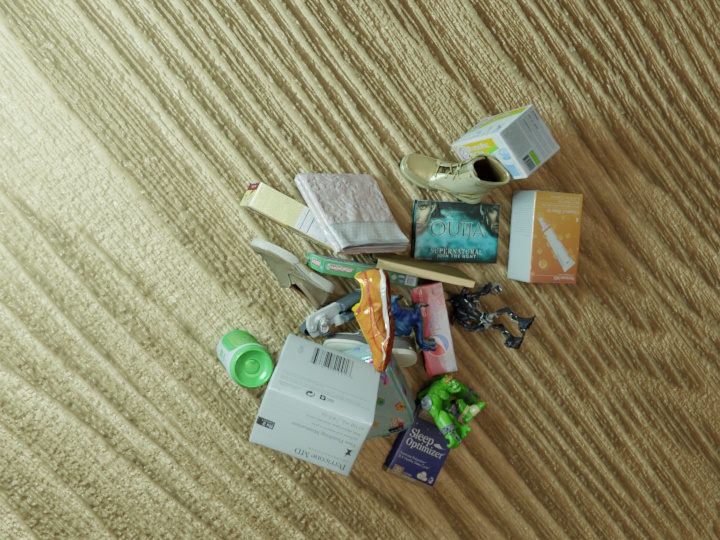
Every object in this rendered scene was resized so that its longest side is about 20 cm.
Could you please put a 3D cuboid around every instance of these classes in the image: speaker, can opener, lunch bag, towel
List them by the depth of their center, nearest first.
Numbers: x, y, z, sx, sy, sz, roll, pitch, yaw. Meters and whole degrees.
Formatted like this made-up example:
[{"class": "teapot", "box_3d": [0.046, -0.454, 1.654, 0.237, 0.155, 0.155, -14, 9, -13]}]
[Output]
[{"class": "speaker", "box_3d": [-0.221, 0.166, 1.468, 0.088, 0.200, 0.089, -2, 95, -18]}, {"class": "towel", "box_3d": [-0.012, -0.116, 1.514, 0.200, 0.032, 0.191, -5, 58, -45]}, {"class": "lunch bag", "box_3d": [0.016, 0.256, 1.588, 0.160, 0.077, 0.200, -18, 110, 14]}, {"class": "can opener", "box_3d": [-0.035, 0.076, 1.600, 0.200, 0.066, 0.053, -26, 119, -23]}]

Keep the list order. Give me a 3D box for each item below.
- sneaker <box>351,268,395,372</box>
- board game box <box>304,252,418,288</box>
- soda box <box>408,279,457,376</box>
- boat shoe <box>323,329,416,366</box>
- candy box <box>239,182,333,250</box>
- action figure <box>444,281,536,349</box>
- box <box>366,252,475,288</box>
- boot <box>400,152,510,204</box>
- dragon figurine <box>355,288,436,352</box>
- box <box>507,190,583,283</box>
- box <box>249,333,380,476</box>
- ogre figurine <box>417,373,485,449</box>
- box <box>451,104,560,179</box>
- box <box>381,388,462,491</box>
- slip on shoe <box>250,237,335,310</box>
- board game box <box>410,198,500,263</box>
[{"class": "sneaker", "box_3d": [0.025, 0.096, 1.485, 0.077, 0.073, 0.200, -5, 90, 12]}, {"class": "board game box", "box_3d": [0.000, 0.000, 1.563, 0.200, 0.135, 0.029, 10, 95, -20]}, {"class": "soda box", "box_3d": [0.156, 0.120, 1.657, 0.070, 0.063, 0.200, -12, 99, 0]}, {"class": "boat shoe", "box_3d": [0.021, 0.155, 1.624, 0.200, 0.072, 0.060, 8, 52, -7]}, {"class": "candy box", "box_3d": [-0.130, -0.105, 1.519, 0.200, 0.115, 0.055, 27, 87, -19]}, {"class": "action figure", "box_3d": [0.273, 0.092, 1.683, 0.200, 0.102, 0.119, 29, 118, 18]}, {"class": "box", "box_3d": [0.118, -0.005, 1.564, 0.200, 0.163, 0.021, 13, 98, -8]}, {"class": "boot", "box_3d": [0.194, -0.205, 1.589, 0.200, 0.155, 0.073, 23, 77, -10]}, {"class": "dragon figurine", "box_3d": [0.078, 0.103, 1.578, 0.200, 0.059, 0.100, 20, 82, -16]}, {"class": "box", "box_3d": [0.409, -0.075, 1.714, 0.124, 0.097, 0.200, 1, 95, -19]}, {"class": "box", "box_3d": [-0.079, 0.247, 1.445, 0.199, 0.200, 0.131, 20, 116, -3]}, {"class": "ogre figurine", "box_3d": [0.190, 0.289, 1.650, 0.120, 0.098, 0.200, 45, 49, 0]}, {"class": "box", "box_3d": [0.297, -0.258, 1.604, 0.101, 0.200, 0.113, -40, 104, -15]}, {"class": "box", "box_3d": [0.144, 0.373, 1.702, 0.121, 0.032, 0.200, 27, 85, -19]}, {"class": "slip on shoe", "box_3d": [-0.143, 0.007, 1.550, 0.200, 0.076, 0.061, 36, 78, -26]}, {"class": "board game box", "box_3d": [0.208, -0.084, 1.681, 0.200, 0.028, 0.135, 1, 96, -19]}]
